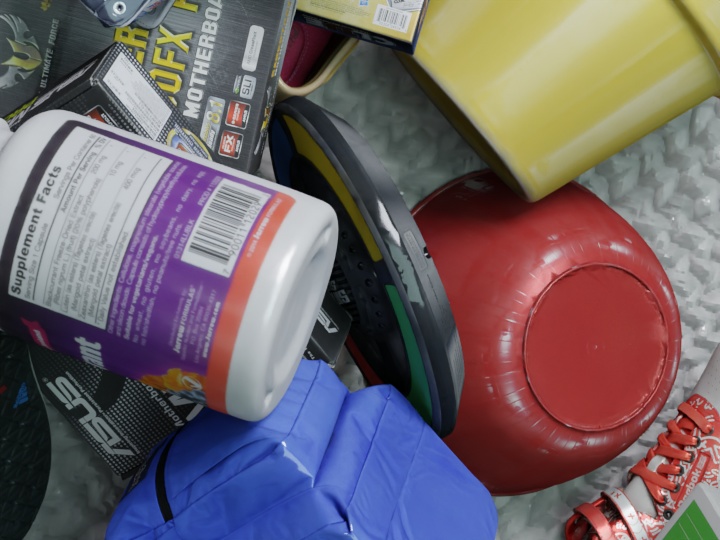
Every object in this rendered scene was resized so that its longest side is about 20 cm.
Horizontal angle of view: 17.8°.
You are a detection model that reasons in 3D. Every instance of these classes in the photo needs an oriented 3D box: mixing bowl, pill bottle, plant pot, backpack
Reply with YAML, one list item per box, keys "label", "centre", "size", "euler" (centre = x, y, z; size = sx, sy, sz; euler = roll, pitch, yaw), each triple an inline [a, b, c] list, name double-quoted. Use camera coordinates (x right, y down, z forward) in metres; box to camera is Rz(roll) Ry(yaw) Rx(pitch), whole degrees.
- label: "mixing bowl"
  centre: [0.112, 0.041, 1.337]
  size: [0.199, 0.108, 0.202]
  euler: [-2, 95, -24]
- label: "pill bottle"
  centre: [-0.120, -0.011, 1.098]
  size: [0.199, 0.111, 0.112]
  euler: [20, 84, 9]
- label: "plant pot"
  centre: [0.123, -0.148, 1.294]
  size: [0.189, 0.201, 0.201]
  euler: [-41, 109, 0]
- label: "backpack"
  centre: [-0.051, 0.155, 1.176]
  size: [0.200, 0.163, 0.168]
  euler: [-38, 97, 24]

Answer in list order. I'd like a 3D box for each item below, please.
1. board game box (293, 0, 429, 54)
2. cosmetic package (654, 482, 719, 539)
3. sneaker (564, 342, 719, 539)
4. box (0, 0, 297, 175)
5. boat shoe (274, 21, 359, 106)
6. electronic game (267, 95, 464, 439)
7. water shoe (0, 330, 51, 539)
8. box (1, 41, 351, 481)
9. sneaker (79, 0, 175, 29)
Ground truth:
- label: "board game box"
  centre: [-0.047, -0.210, 1.241]
  size: [0.199, 0.035, 0.136]
  euler: [17, 86, 4]
- label: "cosmetic package"
  centre: [0.188, 0.238, 1.335]
  size: [0.085, 0.108, 0.200]
  euler: [21, 113, -32]
- label: "sneaker"
  centre: [0.186, 0.131, 1.378]
  size: [0.107, 0.067, 0.203]
  euler: [0, 112, -23]
- label: "box"
  centre: [-0.109, -0.163, 1.197]
  size: [0.157, 0.048, 0.201]
  euler: [15, 101, 4]
- label: "boat shoe"
  centre: [-0.006, -0.177, 1.290]
  size: [0.073, 0.069, 0.201]
  euler: [29, 82, -23]
- label: "electronic game"
  centre: [0.000, 0.000, 1.233]
  size: [0.041, 0.200, 0.201]
  euler: [-25, 103, -13]
- label: "water shoe"
  centre: [-0.215, 0.065, 1.217]
  size: [0.071, 0.079, 0.201]
  euler: [-33, 133, -46]
- label: "box"
  centre: [-0.126, 0.000, 1.207]
  size: [0.200, 0.160, 0.044]
  euler: [51, 30, -19]
- label: "sneaker"
  centre: [-0.067, -0.164, 1.129]
  size: [0.199, 0.070, 0.109]
  euler: [13, 96, 13]
